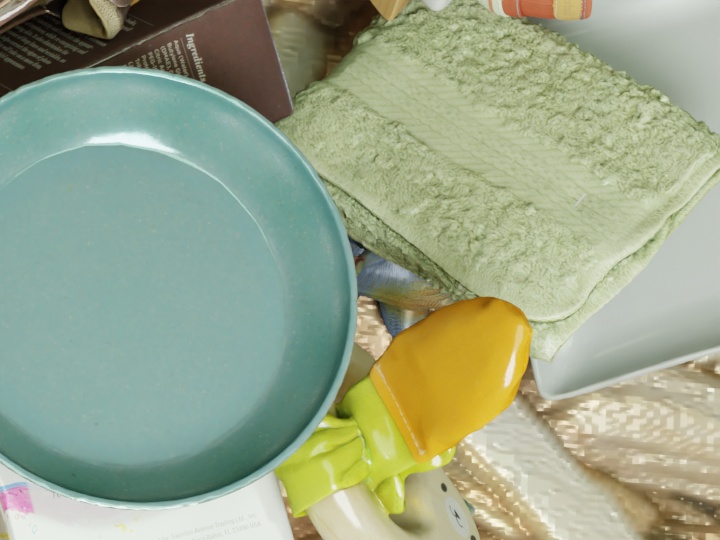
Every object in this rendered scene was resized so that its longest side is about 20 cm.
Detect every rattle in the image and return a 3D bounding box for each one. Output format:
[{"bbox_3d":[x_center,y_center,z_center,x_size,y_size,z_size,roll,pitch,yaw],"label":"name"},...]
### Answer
[{"bbox_3d":[0.053,0.082,1.209,0.143,0.130,0.200,-41,132,10],"label":"rattle"}]

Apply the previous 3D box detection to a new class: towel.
[{"bbox_3d":[0.061,-0.056,1.228,0.200,0.037,0.148,34,69,28],"label":"towel"}]

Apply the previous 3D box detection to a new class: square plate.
[{"bbox_3d":[0.160,-0.055,1.250,0.197,0.028,0.201,-16,75,18],"label":"square plate"}]

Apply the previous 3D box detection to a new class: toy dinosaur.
[{"bbox_3d":[0.000,0.000,1.304,0.181,0.105,0.200,39,37,0],"label":"toy dinosaur"}]

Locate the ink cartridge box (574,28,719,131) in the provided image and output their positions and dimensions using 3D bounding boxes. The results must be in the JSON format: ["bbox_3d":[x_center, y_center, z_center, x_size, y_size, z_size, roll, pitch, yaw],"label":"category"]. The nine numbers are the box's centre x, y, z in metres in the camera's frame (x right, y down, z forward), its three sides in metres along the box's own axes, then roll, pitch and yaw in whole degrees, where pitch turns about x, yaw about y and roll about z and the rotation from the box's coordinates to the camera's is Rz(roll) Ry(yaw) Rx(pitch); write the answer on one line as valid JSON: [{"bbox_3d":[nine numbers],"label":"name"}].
[{"bbox_3d":[0.211,-0.119,1.316,0.199,0.086,0.147,14,73,22],"label":"ink cartridge box"}]

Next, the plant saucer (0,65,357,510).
[{"bbox_3d":[-0.101,0.010,1.134,0.199,0.036,0.201,6,70,-15],"label":"plant saucer"}]

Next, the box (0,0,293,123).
[{"bbox_3d":[-0.144,-0.074,1.224,0.200,0.100,0.075,-29,119,-20],"label":"box"}]

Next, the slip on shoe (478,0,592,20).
[{"bbox_3d":[0.124,-0.190,1.272,0.061,0.074,0.200,20,53,19],"label":"slip on shoe"}]

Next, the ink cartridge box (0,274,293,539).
[{"bbox_3d":[-0.118,0.095,1.199,0.128,0.125,0.201,-12,84,-21],"label":"ink cartridge box"}]

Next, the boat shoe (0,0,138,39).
[{"bbox_3d":[-0.127,-0.138,1.190,0.200,0.072,0.072,-24,88,-23],"label":"boat shoe"}]

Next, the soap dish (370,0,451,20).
[{"bbox_3d":[0.057,-0.237,1.229,0.081,0.200,0.157,28,42,8],"label":"soap dish"}]
